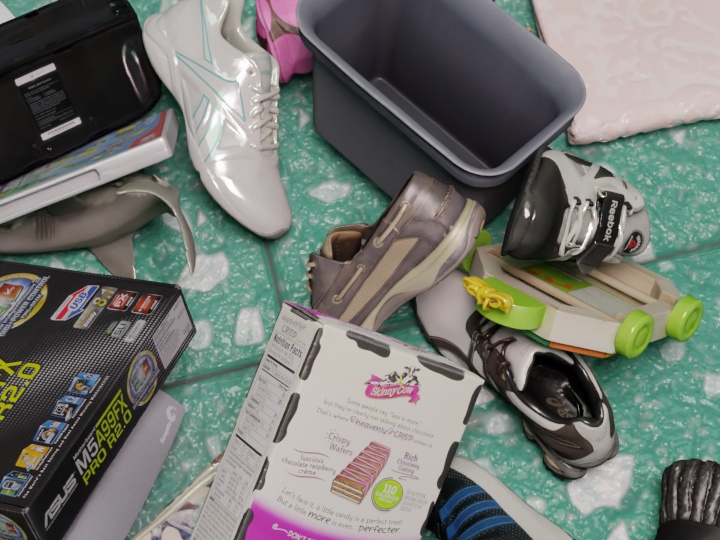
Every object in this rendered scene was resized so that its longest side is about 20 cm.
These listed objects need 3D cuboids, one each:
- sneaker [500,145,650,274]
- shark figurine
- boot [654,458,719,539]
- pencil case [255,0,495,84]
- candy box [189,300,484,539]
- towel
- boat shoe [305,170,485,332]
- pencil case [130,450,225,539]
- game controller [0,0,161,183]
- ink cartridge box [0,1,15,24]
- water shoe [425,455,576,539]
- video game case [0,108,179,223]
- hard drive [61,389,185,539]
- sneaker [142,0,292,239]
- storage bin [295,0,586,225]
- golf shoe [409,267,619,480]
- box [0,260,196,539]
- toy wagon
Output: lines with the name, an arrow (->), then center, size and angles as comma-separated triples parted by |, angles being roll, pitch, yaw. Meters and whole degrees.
sneaker -> 0.155, -0.039, 0.939 | 0.088, 0.200, 0.075 | 25, 109, 16
shark figurine -> -0.176, -0.029, 1.019 | 0.213, 0.090, 0.128 | -5, 18, 37
boot -> 0.192, 0.199, 0.916 | 0.209, 0.080, 0.159 | 12, 69, 1
pencil case -> 0.010, -0.216, 1.104 | 0.198, 0.094, 0.092 | -20, 111, -8
candy box -> -0.021, 0.136, 0.884 | 0.136, 0.061, 0.202 | 21, 92, -33
towel -> 0.241, -0.200, 1.119 | 0.198, 0.032, 0.193 | -12, 65, -4
boat shoe -> 0.000, 0.000, 0.965 | 0.073, 0.200, 0.075 | 43, 28, -9
pencil case -> -0.107, 0.181, 0.926 | 0.200, 0.090, 0.078 | -43, 34, -15
game controller -> -0.240, -0.135, 1.020 | 0.199, 0.042, 0.105 | -31, 111, -30
ink cartridge box -> -0.322, -0.156, 1.016 | 0.159, 0.047, 0.201 | -31, 102, -28
water shoe -> 0.073, 0.180, 0.880 | 0.079, 0.072, 0.200 | -31, 25, -19
video game case -> -0.230, -0.067, 1.010 | 0.198, 0.143, 0.018 | -21, 105, 0
hard drive -> -0.213, 0.153, 0.917 | 0.134, 0.043, 0.201 | 2, 45, 26
sneaker -> -0.094, -0.121, 1.042 | 0.080, 0.070, 0.202 | -27, 84, 21
storage bin -> 0.054, -0.125, 1.012 | 0.200, 0.135, 0.145 | 42, 63, 16
golf shoe -> 0.111, 0.052, 0.976 | 0.078, 0.095, 0.200 | -40, 69, -14
box -> -0.222, 0.081, 0.900 | 0.159, 0.045, 0.201 | 8, 45, 24
toy wagon -> 0.137, 0.015, 0.953 | 0.155, 0.040, 0.199 | 29, 26, 35
